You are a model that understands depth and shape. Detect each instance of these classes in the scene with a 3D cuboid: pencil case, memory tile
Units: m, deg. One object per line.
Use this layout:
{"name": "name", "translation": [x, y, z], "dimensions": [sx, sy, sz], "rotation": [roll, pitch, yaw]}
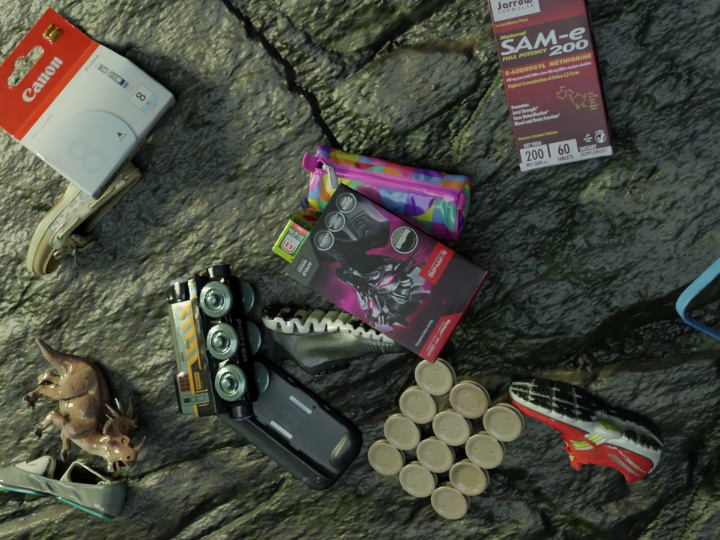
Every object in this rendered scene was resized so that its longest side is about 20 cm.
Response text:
{"name": "pencil case", "translation": [0.030, -0.092, 1.403], "dimensions": [0.200, 0.088, 0.089], "rotation": [12, 107, 6]}
{"name": "memory tile", "translation": [0.106, 0.213, 1.485], "dimensions": [0.153, 0.017, 0.200], "rotation": [33, 122, 8]}

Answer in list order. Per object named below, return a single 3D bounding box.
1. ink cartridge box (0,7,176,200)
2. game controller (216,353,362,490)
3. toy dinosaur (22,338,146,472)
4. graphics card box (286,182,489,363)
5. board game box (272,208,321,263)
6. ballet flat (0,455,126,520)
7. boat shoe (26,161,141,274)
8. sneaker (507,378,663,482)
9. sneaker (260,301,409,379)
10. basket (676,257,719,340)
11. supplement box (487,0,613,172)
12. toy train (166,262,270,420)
{"name": "ink cartridge box", "translation": [-0.351, -0.208, 1.442], "dimensions": [0.200, 0.047, 0.160], "rotation": [37, 83, -1]}
{"name": "game controller", "translation": [-0.096, 0.198, 1.544], "dimensions": [0.200, 0.042, 0.104], "rotation": [38, 95, -1]}
{"name": "toy dinosaur", "translation": [-0.361, 0.176, 1.571], "dimensions": [0.135, 0.086, 0.200], "rotation": [-18, 84, 6]}
{"name": "graphics card box", "translation": [0.031, 0.003, 1.347], "dimensions": [0.200, 0.051, 0.126], "rotation": [32, 92, 2]}
{"name": "board game box", "translation": [0.000, 0.000, 1.428], "dimensions": [0.200, 0.102, 0.048], "rotation": [33, 110, 1]}
{"name": "ballet flat", "translation": [-0.416, 0.288, 1.628], "dimensions": [0.200, 0.067, 0.064], "rotation": [14, 80, 7]}
{"name": "boat shoe", "translation": [-0.355, -0.066, 1.502], "dimensions": [0.063, 0.073, 0.200], "rotation": [38, 109, 3]}
{"name": "sneaker", "translation": [0.266, 0.201, 1.445], "dimensions": [0.200, 0.077, 0.085], "rotation": [25, 118, 7]}
{"name": "sneaker", "translation": [-0.028, 0.095, 1.483], "dimensions": [0.200, 0.066, 0.091], "rotation": [6, 109, 14]}
{"name": "basket", "translation": [0.467, 0.026, 1.304], "dimensions": [0.200, 0.139, 0.176], "rotation": [30, 112, -30]}
{"name": "supplement box", "translation": [0.217, -0.222, 1.342], "dimensions": [0.109, 0.061, 0.200], "rotation": [-10, 102, 15]}
{"name": "toy train", "translation": [-0.187, 0.093, 1.493], "dimensions": [0.114, 0.085, 0.200], "rotation": [-12, 87, 24]}
